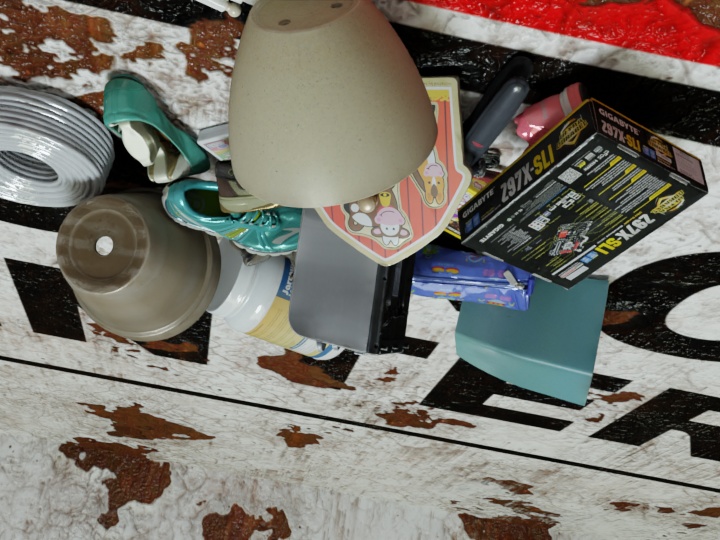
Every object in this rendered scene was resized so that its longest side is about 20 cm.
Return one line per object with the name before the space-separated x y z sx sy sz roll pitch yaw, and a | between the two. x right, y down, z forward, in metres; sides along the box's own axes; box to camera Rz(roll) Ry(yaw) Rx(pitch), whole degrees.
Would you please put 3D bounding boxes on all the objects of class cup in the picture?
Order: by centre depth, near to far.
cup | -0.036 -0.175 0.913 0.198 0.201 0.144 1 130 16

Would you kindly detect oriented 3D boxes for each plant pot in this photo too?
plant pot | -0.289 -0.017 1.258 0.197 0.203 0.174 6 174 7
plant pot | 0.241 0.087 1.448 0.198 0.143 0.142 11 158 13

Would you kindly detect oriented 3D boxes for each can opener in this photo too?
can opener | 0.122 -0.147 1.038 0.078 0.064 0.200 16 156 -16

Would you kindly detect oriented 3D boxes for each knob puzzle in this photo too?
knob puzzle | 0.020 -0.098 1.055 0.217 0.030 0.222 7 113 18

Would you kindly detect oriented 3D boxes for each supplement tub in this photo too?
supplement tub | -0.108 0.032 1.425 0.199 0.146 0.144 22 153 -29

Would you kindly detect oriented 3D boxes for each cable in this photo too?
cable | -0.398 -0.146 1.215 0.198 0.070 0.200 15 156 -15

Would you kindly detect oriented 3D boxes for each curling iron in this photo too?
curling iron | 0.195 -0.100 1.166 0.198 0.026 0.049 19 158 -22

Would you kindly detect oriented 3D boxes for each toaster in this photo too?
toaster | 0.000 0.000 1.201 0.117 0.203 0.181 7 179 12

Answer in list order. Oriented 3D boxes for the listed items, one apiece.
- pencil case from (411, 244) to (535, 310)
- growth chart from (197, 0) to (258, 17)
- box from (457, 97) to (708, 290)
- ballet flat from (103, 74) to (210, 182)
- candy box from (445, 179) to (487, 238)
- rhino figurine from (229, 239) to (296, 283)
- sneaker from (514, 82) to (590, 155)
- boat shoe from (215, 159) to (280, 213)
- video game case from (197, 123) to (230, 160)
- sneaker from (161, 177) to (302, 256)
pencil case | 0.142 0.007 1.361 0.197 0.079 0.087 6 -174 4
growth chart | -0.116 -0.284 0.868 0.144 0.018 0.199 26 152 -33
box | 0.219 -0.069 1.017 0.158 0.050 0.200 19 139 -29
ballet flat | -0.238 -0.143 1.166 0.067 0.071 0.200 -3 155 19
candy box | 0.106 -0.088 1.227 0.199 0.027 0.102 25 148 -34
rhino figurine | -0.077 -0.027 1.333 0.198 0.089 0.060 8 168 -17
sneaker | 0.212 -0.115 1.057 0.086 0.074 0.201 -14 142 15
boat shoe | -0.072 -0.113 1.133 0.198 0.073 0.065 -12 113 10
video game case | -0.081 -0.125 1.219 0.142 0.018 0.200 -8 152 33
sneaker | -0.143 -0.066 1.227 0.198 0.079 0.080 11 173 -20
